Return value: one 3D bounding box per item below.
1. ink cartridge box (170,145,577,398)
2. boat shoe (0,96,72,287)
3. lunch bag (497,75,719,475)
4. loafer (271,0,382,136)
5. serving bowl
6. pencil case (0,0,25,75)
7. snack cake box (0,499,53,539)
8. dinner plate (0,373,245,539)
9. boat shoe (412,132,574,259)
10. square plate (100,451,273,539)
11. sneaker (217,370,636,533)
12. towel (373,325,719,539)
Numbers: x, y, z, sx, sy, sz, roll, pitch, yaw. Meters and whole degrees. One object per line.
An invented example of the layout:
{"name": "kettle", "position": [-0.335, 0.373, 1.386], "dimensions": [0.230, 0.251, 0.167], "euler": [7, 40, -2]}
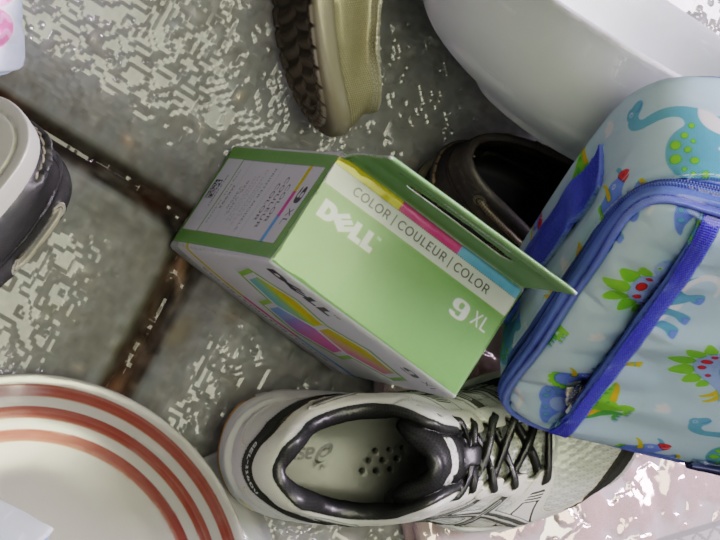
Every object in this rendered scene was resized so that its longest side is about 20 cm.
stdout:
{"name": "ink cartridge box", "position": [0.000, 0.000, 1.183], "dimensions": [0.104, 0.200, 0.060], "euler": [37, 80, -19]}
{"name": "boat shoe", "position": [-0.204, 0.013, 1.176], "dimensions": [0.200, 0.074, 0.060], "euler": [-48, 146, -6]}
{"name": "lunch bag", "position": [0.149, 0.007, 1.170], "dimensions": [0.160, 0.200, 0.083], "euler": [14, 55, -13]}
{"name": "loafer", "position": [-0.001, -0.161, 1.241], "dimensions": [0.068, 0.076, 0.202], "euler": [-2, 93, -16]}
{"name": "serving bowl", "position": [0.105, -0.090, 1.236], "dimensions": [0.199, 0.200, 0.066], "euler": [25, 107, -21]}
{"name": "pencil case", "position": [-0.189, -0.173, 1.160], "dimensions": [0.090, 0.083, 0.202], "euler": [-2, 94, -7]}
{"name": "snack cake box", "position": [-0.220, 0.170, 1.119], "dimensions": [0.114, 0.067, 0.201], "euler": [27, 105, 7]}
{"name": "dinner plate", "position": [-0.145, 0.145, 1.202], "dimensions": [0.198, 0.024, 0.202], "euler": [3, 72, -10]}
{"name": "boat shoe", "position": [0.118, -0.004, 1.275], "dimensions": [0.199, 0.073, 0.075], "euler": [21, 66, -9]}
{"name": "square plate", "position": [-0.102, 0.212, 1.247], "dimensions": [0.199, 0.028, 0.199], "euler": [-26, 103, -19]}
{"name": "sneaker", "position": [0.039, 0.087, 1.236], "dimensions": [0.198, 0.088, 0.076], "euler": [-5, 94, -15]}
{"name": "towel", "position": [0.112, 0.102, 1.326], "dimensions": [0.199, 0.032, 0.193], "euler": [-14, 98, -22]}
